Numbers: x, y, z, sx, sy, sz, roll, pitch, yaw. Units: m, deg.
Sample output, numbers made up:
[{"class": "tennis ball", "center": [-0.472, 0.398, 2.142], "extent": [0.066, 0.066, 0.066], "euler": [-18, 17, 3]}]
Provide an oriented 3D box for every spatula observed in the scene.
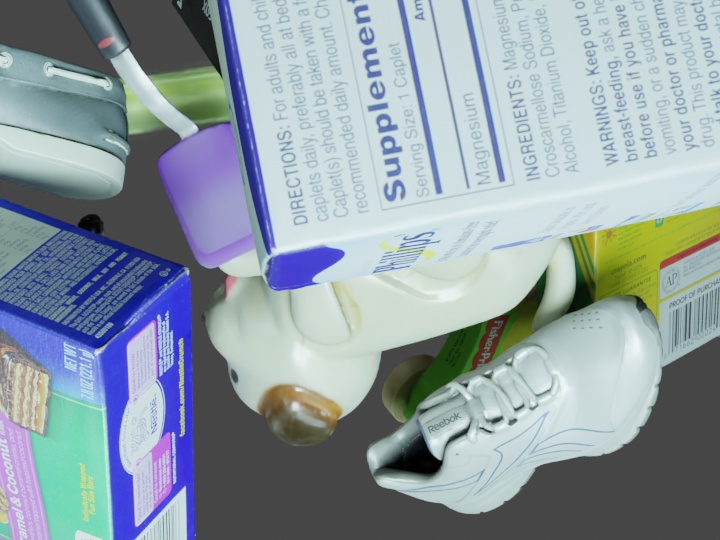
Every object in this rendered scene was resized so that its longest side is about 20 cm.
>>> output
[{"class": "spatula", "center": [-0.106, -0.094, 0.709], "extent": [0.056, 0.021, 0.201], "euler": [-22, 110, 28]}]

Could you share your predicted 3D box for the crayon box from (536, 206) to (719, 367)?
[{"class": "crayon box", "center": [0.161, -0.039, 0.846], "extent": [0.126, 0.051, 0.202], "euler": [-22, 122, -33]}]

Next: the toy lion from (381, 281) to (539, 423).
[{"class": "toy lion", "center": [0.129, 0.025, 0.938], "extent": [0.190, 0.069, 0.201], "euler": [0, 122, -36]}]

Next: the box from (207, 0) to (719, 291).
[{"class": "box", "center": [0.044, -0.104, 0.532], "extent": [0.198, 0.105, 0.186], "euler": [-10, 84, -6]}]

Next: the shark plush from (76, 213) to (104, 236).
[{"class": "shark plush", "center": [-0.177, 0.046, 0.812], "extent": [0.082, 0.091, 0.201], "euler": [-2, 143, 2]}]

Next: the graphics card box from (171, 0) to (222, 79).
[{"class": "graphics card box", "center": [-0.001, -0.102, 0.686], "extent": [0.124, 0.200, 0.051], "euler": [-3, 126, -26]}]

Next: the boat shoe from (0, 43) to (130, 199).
[{"class": "boat shoe", "center": [-0.200, -0.093, 0.697], "extent": [0.199, 0.073, 0.062], "euler": [20, 68, -28]}]

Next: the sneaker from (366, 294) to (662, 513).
[{"class": "sneaker", "center": [0.084, 0.080, 0.804], "extent": [0.087, 0.075, 0.200], "euler": [6, 141, -42]}]

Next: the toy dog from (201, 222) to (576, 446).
[{"class": "toy dog", "center": [0.000, 0.000, 0.809], "extent": [0.193, 0.140, 0.200], "euler": [33, 116, -34]}]

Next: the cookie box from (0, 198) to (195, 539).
[{"class": "cookie box", "center": [-0.182, 0.055, 0.706], "extent": [0.075, 0.199, 0.172], "euler": [-45, 146, -48]}]
